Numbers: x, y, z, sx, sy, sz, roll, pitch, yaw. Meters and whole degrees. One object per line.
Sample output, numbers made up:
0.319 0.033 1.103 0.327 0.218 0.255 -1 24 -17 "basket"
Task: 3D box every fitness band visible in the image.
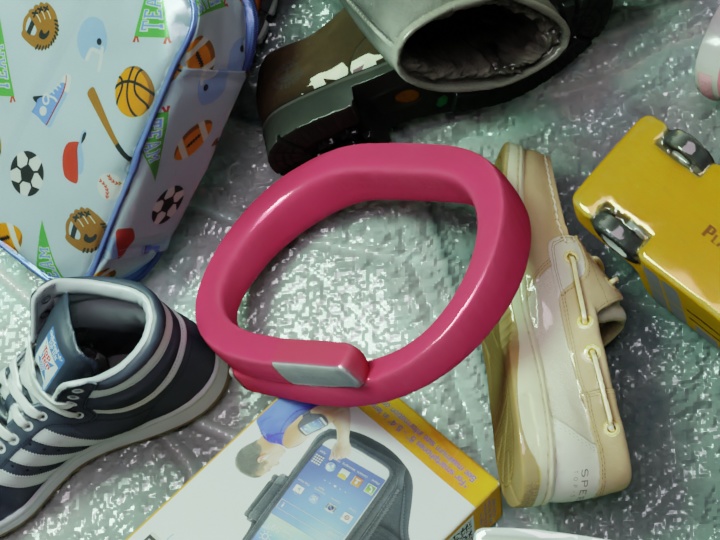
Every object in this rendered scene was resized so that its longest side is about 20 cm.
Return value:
0.000 0.000 1.224 0.199 0.037 0.144 6 56 48 "fitness band"

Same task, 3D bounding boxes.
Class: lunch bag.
-0.148 -0.102 1.292 0.160 0.075 0.201 36 111 26 "lunch bag"

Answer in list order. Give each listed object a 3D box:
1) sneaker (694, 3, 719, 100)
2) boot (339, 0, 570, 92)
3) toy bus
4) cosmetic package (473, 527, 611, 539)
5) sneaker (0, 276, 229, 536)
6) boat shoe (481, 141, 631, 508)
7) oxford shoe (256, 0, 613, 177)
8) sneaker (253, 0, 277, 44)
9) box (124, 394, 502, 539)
0.257 -0.163 1.240 0.104 0.075 0.201 24 85 27 "sneaker"
0.045 -0.165 1.235 0.181 0.073 0.200 -19 33 -26 "boot"
0.198 0.011 1.189 0.200 0.078 0.065 39 84 24 "toy bus"
0.128 0.237 1.075 0.164 0.165 0.202 4 70 17 "cosmetic package"
-0.172 0.070 1.252 0.199 0.109 0.070 -29 64 3 "sneaker"
0.099 0.027 1.221 0.069 0.074 0.202 2 60 -8 "boat shoe"
0.034 -0.125 1.291 0.198 0.073 0.085 -18 59 6 "oxford shoe"
-0.078 -0.191 1.323 0.077 0.112 0.201 24 78 22 "sneaker"
-0.039 0.142 1.200 0.119 0.042 0.200 38 67 24 "box"
